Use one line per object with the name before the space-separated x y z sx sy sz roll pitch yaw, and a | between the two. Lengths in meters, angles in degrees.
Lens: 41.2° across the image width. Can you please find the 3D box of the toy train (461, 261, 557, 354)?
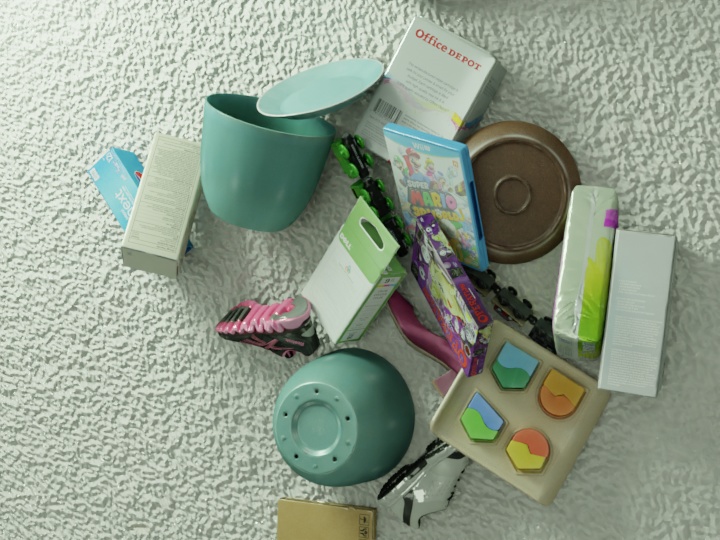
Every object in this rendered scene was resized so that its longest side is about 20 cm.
toy train | 0.213 0.050 1.367 0.199 0.046 0.034 40 64 14

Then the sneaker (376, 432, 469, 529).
sneaker | 0.118 0.294 1.391 0.080 0.074 0.200 46 108 -2

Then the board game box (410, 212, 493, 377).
board game box | 0.123 0.033 1.328 0.032 0.121 0.202 -18 54 -11

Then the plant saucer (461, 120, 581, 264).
plant saucer | 0.212 -0.106 1.343 0.196 0.035 0.204 1 101 5

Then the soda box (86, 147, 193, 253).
soda box | -0.359 -0.100 1.566 0.064 0.068 0.202 -37 77 15

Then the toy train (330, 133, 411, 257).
toy train | 0.015 -0.108 1.402 0.041 0.056 0.202 -33 108 -20

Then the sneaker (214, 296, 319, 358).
sneaker | -0.141 0.099 1.474 0.198 0.079 0.096 -3 126 41

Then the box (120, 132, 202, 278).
box | -0.300 -0.100 1.486 0.093 0.078 0.203 15 66 -6

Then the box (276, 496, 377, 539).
box | -0.055 0.457 1.467 0.160 0.021 0.204 2 90 20

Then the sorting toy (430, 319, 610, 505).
sorting toy | 0.221 0.193 1.324 0.198 0.037 0.187 31 81 8

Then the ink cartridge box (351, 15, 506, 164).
ink cartridge box | 0.101 -0.241 1.392 0.145 0.083 0.202 32 100 18

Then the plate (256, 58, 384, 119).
plate | -0.056 -0.262 1.411 0.196 0.201 0.026 -8 121 20

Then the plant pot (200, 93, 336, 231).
plant pot | -0.149 -0.155 1.429 0.198 0.200 0.164 22 110 19

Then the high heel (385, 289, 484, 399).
high heel | 0.113 0.090 1.401 0.095 0.067 0.202 -33 80 0

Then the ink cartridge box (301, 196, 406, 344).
ink cartridge box | 0.000 0.000 1.389 0.104 0.059 0.201 54 129 28

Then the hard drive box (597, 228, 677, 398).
hard drive box | 0.365 0.053 1.251 0.075 0.156 0.204 7 91 19

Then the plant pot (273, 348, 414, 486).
plant pot | -0.037 0.218 1.390 0.197 0.161 0.205 -1 88 19

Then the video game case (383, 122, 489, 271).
video game case | 0.106 -0.100 1.330 0.142 0.018 0.202 24 142 40

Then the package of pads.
package of pads | 0.296 0.009 1.264 0.067 0.155 0.204 8 77 16
